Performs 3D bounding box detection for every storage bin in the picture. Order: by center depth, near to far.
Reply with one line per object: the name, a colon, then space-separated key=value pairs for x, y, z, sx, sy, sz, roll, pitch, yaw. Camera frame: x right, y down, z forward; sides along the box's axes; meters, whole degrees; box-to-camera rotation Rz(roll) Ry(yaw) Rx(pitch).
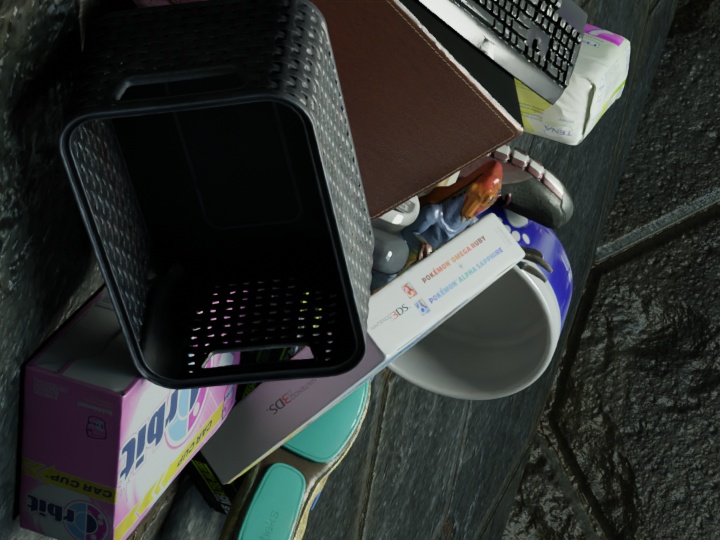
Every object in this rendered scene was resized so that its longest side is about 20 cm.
storage bin: x=-0.073 y=-0.040 z=1.058 sx=0.094 sy=0.134 sz=0.201 roll=-86 pitch=167 yaw=-47

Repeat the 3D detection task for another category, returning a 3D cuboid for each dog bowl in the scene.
dog bowl: x=0.091 y=0.019 z=1.764 sx=0.079 sy=0.199 sz=0.201 roll=-64 pitch=164 yaw=-45

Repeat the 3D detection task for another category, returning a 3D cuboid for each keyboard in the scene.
keyboard: x=0.095 y=-0.201 z=1.256 sx=0.200 sy=0.020 sz=0.128 roll=29 pitch=67 yaw=-50

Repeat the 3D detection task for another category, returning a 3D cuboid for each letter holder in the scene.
letter holder: x=-0.011 y=-0.143 z=1.248 sx=0.200 sy=0.142 sz=0.101 roll=41 pitch=29 yaw=-36

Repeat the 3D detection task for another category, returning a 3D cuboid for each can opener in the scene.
can opener: x=0.000 y=0.000 z=1.335 sx=0.200 sy=0.066 sz=0.054 roll=58 pitch=51 yaw=-82

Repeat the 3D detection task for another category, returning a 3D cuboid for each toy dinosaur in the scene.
toy dinosaur: x=0.045 y=-0.034 z=1.509 sx=0.105 sy=0.200 sz=0.182 roll=-27 pitch=150 yaw=-47

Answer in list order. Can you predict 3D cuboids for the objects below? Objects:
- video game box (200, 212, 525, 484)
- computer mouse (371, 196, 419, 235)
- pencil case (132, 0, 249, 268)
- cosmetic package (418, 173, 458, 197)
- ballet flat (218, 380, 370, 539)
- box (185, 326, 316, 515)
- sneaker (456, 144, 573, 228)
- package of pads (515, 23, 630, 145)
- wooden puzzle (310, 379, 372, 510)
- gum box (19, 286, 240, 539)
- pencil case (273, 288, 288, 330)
video game box: x=-0.001 y=0.054 z=1.343 sx=0.200 sy=0.047 sz=0.182 roll=-40 pitch=178 yaw=41
computer mouse: x=0.004 y=-0.068 z=1.421 sx=0.044 sy=0.109 sz=0.200 roll=-57 pitch=-173 yaw=21
pencil case: x=-0.092 y=-0.095 z=1.129 sx=0.083 sy=0.086 sz=0.201 roll=-74 pitch=170 yaw=-46
cosmetic package: x=0.028 y=-0.140 z=1.532 sx=0.201 sy=0.104 sz=0.071 roll=86 pitch=23 yaw=-52
ballet flat: x=-0.055 y=0.150 z=1.460 sx=0.071 sy=0.070 sz=0.201 roll=84 pitch=27 yaw=-57
box: x=-0.076 y=0.076 z=1.489 sx=0.193 sy=0.047 sz=0.201 roll=68 pitch=41 yaw=-66
sneaker: x=0.078 y=-0.067 z=1.664 sx=0.116 sy=0.199 sz=0.076 roll=-57 pitch=179 yaw=-23
package of pads: x=0.121 y=-0.181 z=1.648 sx=0.155 sy=0.199 sz=0.069 roll=-47 pitch=153 yaw=-61
wooden puzzle: x=-0.019 y=0.109 z=1.619 sx=0.200 sy=0.046 sz=0.186 roll=-70 pitch=-178 yaw=-65
gum box: x=-0.135 y=0.069 z=1.192 sx=0.200 sy=0.066 sz=0.114 roll=-52 pitch=153 yaw=-57
pencil case: x=-0.063 y=-0.058 z=1.321 sx=0.085 sy=0.084 sz=0.201 roll=26 pitch=78 yaw=-48
